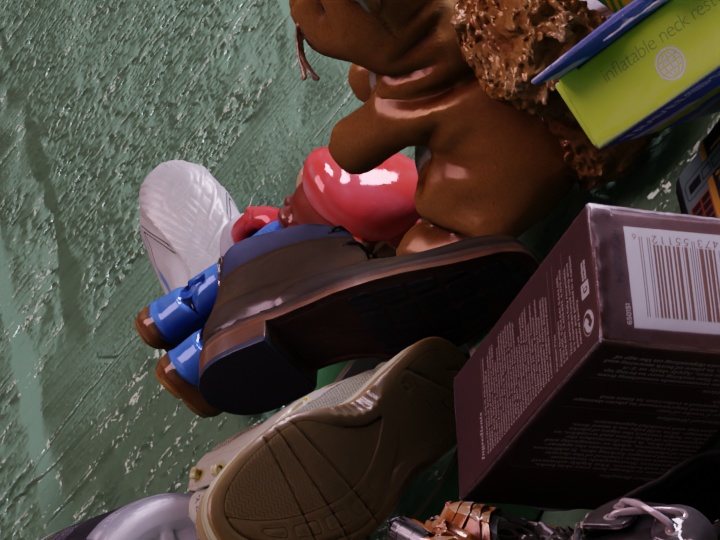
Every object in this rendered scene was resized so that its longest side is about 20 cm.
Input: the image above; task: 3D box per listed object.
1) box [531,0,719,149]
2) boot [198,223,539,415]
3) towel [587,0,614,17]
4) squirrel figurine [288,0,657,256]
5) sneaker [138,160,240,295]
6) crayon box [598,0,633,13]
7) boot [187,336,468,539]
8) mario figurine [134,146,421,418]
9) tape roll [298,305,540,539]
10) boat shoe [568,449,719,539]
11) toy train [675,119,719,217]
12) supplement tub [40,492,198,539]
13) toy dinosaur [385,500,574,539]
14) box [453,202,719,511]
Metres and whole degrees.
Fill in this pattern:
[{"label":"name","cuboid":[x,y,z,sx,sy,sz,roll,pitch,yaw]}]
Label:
[{"label":"box","cuboid":[0.183,-0.119,1.388,0.122,0.200,0.048,-37,80,35]},{"label":"boot","cuboid":[0.000,0.000,1.532,0.200,0.075,0.097,-20,45,17]},{"label":"towel","cuboid":[0.135,-0.209,1.682,0.200,0.032,0.191,-22,47,46]},{"label":"squirrel figurine","cuboid":[0.061,-0.119,1.539,0.200,0.187,0.142,-13,31,41]},{"label":"sneaker","cuboid":[-0.090,0.014,1.810,0.072,0.073,0.200,-24,50,3]},{"label":"crayon box","cuboid":[0.190,-0.211,1.457,0.200,0.172,0.058,-38,33,34]},{"label":"boot","cuboid":[-0.044,0.113,1.469,0.155,0.072,0.200,-28,4,45]},{"label":"mario figurine","cuboid":[-0.032,0.006,1.703,0.200,0.124,0.106,-38,-4,17]},{"label":"tape roll","cuboid":[0.031,0.098,1.557,0.200,0.048,0.201,-37,37,34]},{"label":"boat shoe","cuboid":[0.133,0.114,1.261,0.067,0.200,0.057,11,96,21]},{"label":"toy train","cuboid":[0.213,-0.010,1.351,0.114,0.085,0.200,-55,30,36]},{"label":"supplement tub","cuboid":[-0.135,0.199,1.627,0.200,0.122,0.123,-25,43,62]},{"label":"toy dinosaur","cuboid":[0.065,0.155,1.359,0.102,0.136,0.200,-67,-15,18]},{"label":"box","cuboid":[0.121,0.046,1.335,0.200,0.100,0.075,123,149,-58]}]
